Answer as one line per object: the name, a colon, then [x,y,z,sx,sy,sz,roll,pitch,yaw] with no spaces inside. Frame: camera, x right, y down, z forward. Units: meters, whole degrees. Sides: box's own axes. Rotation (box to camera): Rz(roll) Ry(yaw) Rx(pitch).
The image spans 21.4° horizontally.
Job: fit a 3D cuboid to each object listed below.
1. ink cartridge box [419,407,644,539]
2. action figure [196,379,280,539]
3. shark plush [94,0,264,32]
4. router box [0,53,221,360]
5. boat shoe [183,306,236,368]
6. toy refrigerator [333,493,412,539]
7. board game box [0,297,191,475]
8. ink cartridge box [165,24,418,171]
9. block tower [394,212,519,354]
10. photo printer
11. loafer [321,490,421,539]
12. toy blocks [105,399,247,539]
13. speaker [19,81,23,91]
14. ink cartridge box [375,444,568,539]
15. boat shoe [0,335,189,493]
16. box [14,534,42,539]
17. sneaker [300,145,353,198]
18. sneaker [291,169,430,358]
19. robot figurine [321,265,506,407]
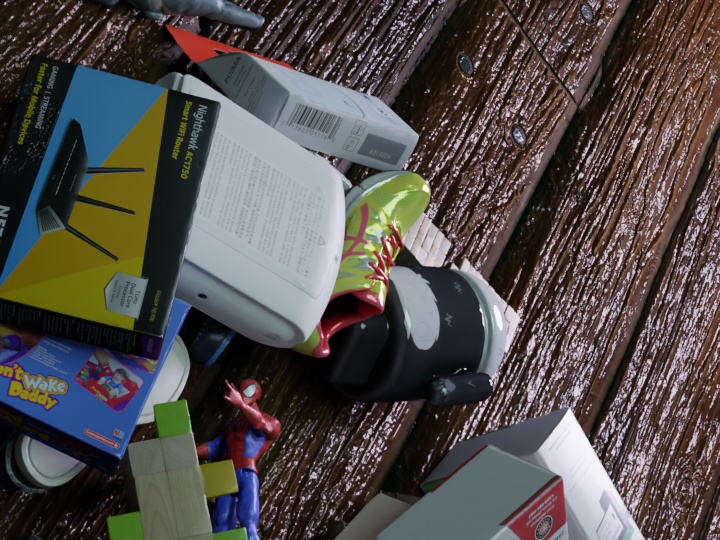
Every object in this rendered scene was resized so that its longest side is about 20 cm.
ink cartridge box: [0.172,0.247,1.775,0.201,0.146,0.084,60,40,-11]
action figure: [-0.114,0.172,1.552,0.099,0.065,0.201,39,47,-45]
shark plush: [-0.166,-0.251,1.666,0.200,0.083,0.091,39,48,-30]
router box: [-0.195,-0.048,1.394,0.148,0.051,0.201,14,63,-6]
boat shoe: [-0.130,0.001,1.616,0.068,0.084,0.201,34,33,-19]
toy refrigerator: [0.042,0.291,1.600,0.076,0.070,0.201,-43,132,-32]
board game box: [-0.243,0.045,1.403,0.199,0.045,0.135,27,63,-6]
ink cartridge box: [-0.062,-0.168,1.687,0.160,0.047,0.200,13,25,-43]
block tower: [0.068,0.006,1.836,0.200,0.058,0.054,46,45,-22]
photo printer: [-0.099,-0.042,1.527,0.199,0.069,0.167,31,56,-30]
loafer: [-0.010,0.258,1.643,0.200,0.071,0.073,-32,130,-40]
toy blocks: [-0.145,0.212,1.456,0.099,0.137,0.201,-9,78,-13]
speaker: [-0.229,-0.057,1.516,0.081,0.081,0.201,13,64,-44]
ink cartridge box: [0.098,0.268,1.537,0.144,0.083,0.201,-35,131,-36]
boat shoe: [-0.208,0.110,1.480,0.075,0.062,0.200,58,44,-15]
box: [-0.251,0.304,1.314,0.122,0.106,0.201,44,46,-28]
sneaker: [-0.096,-0.104,1.637,0.199,0.076,0.088,21,32,-20]
sneaker: [0.000,0.000,1.624,0.200,0.090,0.078,-47,147,-13]
robot figurine: [0.041,0.059,1.727,0.199,0.124,0.151,0,75,-43]
